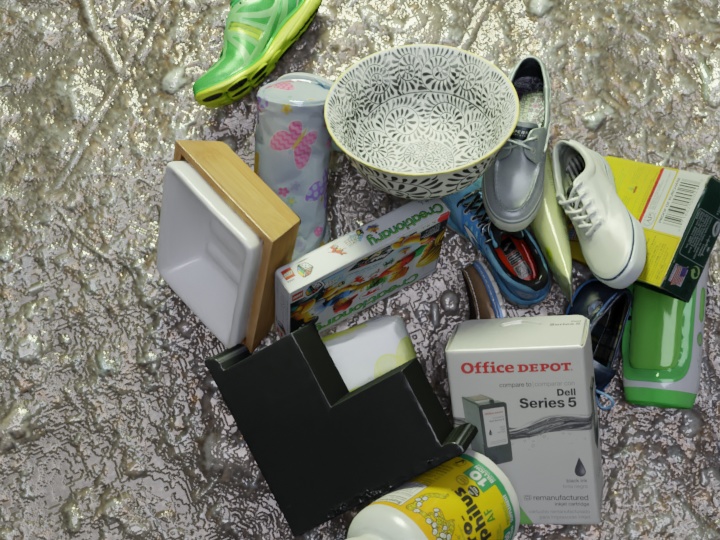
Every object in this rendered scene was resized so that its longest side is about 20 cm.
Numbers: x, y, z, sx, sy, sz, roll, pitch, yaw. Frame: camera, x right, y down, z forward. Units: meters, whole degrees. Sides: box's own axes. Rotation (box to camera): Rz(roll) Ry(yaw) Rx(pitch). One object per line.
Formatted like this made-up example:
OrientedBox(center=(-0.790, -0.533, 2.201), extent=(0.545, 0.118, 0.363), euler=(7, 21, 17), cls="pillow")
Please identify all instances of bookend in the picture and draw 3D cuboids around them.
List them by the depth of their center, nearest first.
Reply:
OrientedBox(center=(-0.019, 0.128, 1.152), extent=(0.198, 0.092, 0.201), euler=(-30, 88, 15), cls="bookend")

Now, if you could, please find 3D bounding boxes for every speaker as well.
OrientedBox(center=(0.342, 0.050, 1.277), extent=(0.087, 0.088, 0.202), euler=(7, 82, -1), cls="speaker")

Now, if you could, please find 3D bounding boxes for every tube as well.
OrientedBox(center=(0.207, -0.063, 1.280), extent=(0.058, 0.052, 0.202), euler=(4, 62, -39), cls="tube")

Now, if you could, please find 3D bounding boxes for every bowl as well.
OrientedBox(center=(0.064, -0.137, 1.196), extent=(0.198, 0.095, 0.202), euler=(-2, 49, 2), cls="bowl")

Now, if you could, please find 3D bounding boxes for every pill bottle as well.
OrientedBox(center=(0.058, 0.263, 1.110), extent=(0.199, 0.113, 0.114), euler=(-24, 82, -43), cls="pill bottle")

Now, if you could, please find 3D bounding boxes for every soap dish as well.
OrientedBox(center=(-0.142, -0.027, 1.212), extent=(0.081, 0.201, 0.157), euler=(-32, 65, -32), cls="soap dish")

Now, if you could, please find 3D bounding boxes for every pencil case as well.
OrientedBox(center=(-0.071, -0.105, 1.243), extent=(0.090, 0.083, 0.202), euler=(-5, 117, -15), cls="pencil case")

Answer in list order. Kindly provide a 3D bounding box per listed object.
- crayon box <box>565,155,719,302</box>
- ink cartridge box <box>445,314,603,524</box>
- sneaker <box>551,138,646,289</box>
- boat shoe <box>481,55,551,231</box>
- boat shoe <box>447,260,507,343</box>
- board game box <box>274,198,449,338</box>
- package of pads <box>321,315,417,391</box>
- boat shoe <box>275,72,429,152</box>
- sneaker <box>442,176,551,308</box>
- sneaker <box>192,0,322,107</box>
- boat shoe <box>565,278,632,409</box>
OrientedBox(center=(0.303, -0.053, 1.249), extent=(0.050, 0.200, 0.128), euler=(24, 92, -30), cls="crayon box")
OrientedBox(center=(0.174, 0.157, 1.195), extent=(0.144, 0.084, 0.202), euler=(-4, 107, 16), cls="ink cartridge box")
OrientedBox(center=(0.245, -0.063, 1.227), extent=(0.070, 0.201, 0.073), euler=(24, 124, -29), cls="sneaker")
OrientedBox(center=(0.171, -0.144, 1.247), extent=(0.069, 0.072, 0.203), euler=(6, 66, 11), cls="boat shoe")
OrientedBox(center=(0.135, 0.092, 1.271), extent=(0.072, 0.072, 0.202), euler=(-14, 84, 0), cls="boat shoe")
OrientedBox(center=(0.000, 0.000, 1.231), extent=(0.199, 0.127, 0.035), euler=(-27, 65, -18), cls="board game box")
OrientedBox(center=(-0.023, 0.148, 1.261), extent=(0.198, 0.068, 0.156), euler=(-19, 84, -4), cls="package of pads")
OrientedBox(center=(-0.004, -0.173, 1.301), extent=(0.200, 0.086, 0.075), euler=(19, 106, -2), cls="boat shoe")
OrientedBox(center=(0.153, -0.053, 1.282), extent=(0.078, 0.090, 0.201), euler=(-38, 84, -6), cls="sneaker")
OrientedBox(center=(-0.129, -0.267, 1.315), extent=(0.083, 0.074, 0.200), euler=(40, 74, 1), cls="sneaker")
OrientedBox(center=(0.245, 0.104, 1.261), extent=(0.084, 0.068, 0.202), euler=(19, 82, -31), cls="boat shoe")
